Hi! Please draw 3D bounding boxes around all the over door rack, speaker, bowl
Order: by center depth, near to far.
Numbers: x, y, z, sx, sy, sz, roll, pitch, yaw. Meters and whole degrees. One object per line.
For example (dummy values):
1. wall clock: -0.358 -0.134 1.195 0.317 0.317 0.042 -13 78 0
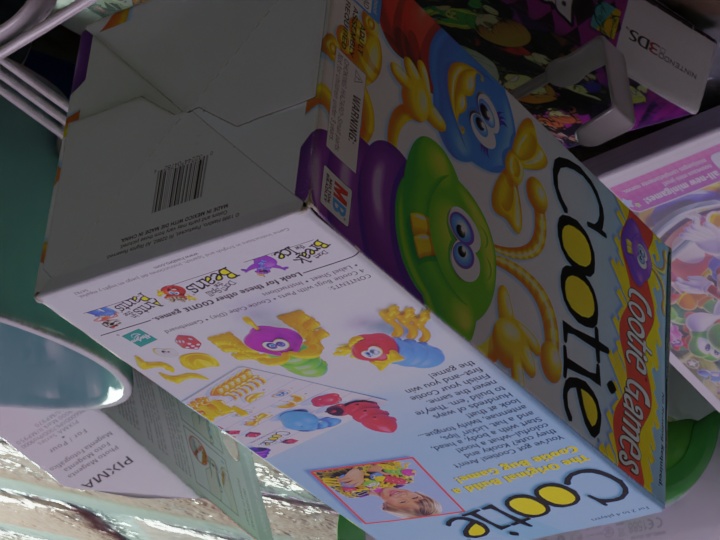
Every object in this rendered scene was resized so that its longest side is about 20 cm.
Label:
1. over door rack: -0.025 -0.080 0.869 0.199 0.067 0.148 -17 142 36
2. bowl: -0.173 -0.023 0.959 0.199 0.106 0.201 9 166 2
3. speaker: 0.094 0.116 1.146 0.199 0.089 0.088 -12 152 17

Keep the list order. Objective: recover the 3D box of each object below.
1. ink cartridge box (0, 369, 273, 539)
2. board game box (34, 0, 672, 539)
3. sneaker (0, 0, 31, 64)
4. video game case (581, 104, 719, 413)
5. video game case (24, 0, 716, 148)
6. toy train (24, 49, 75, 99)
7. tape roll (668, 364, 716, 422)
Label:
1. ink cartridge box: -0.120 0.038 1.200 0.057 0.163 0.200 -25 139 10
2. board game box: 0.006 0.000 0.827 0.104 0.104 0.200 -16 142 32
3. sneaker: -0.186 -0.126 0.950 0.084 0.075 0.200 2 156 48
4. video game case: 0.176 0.016 1.011 0.200 0.018 0.143 44 140 -22
5. video game case: -0.001 -0.092 0.950 0.181 0.036 0.200 27 158 -28
6. toy train: -0.168 -0.073 1.099 0.199 0.085 0.116 19 178 8
7. tape roll: 0.195 0.042 1.139 0.199 0.048 0.201 14 161 5
